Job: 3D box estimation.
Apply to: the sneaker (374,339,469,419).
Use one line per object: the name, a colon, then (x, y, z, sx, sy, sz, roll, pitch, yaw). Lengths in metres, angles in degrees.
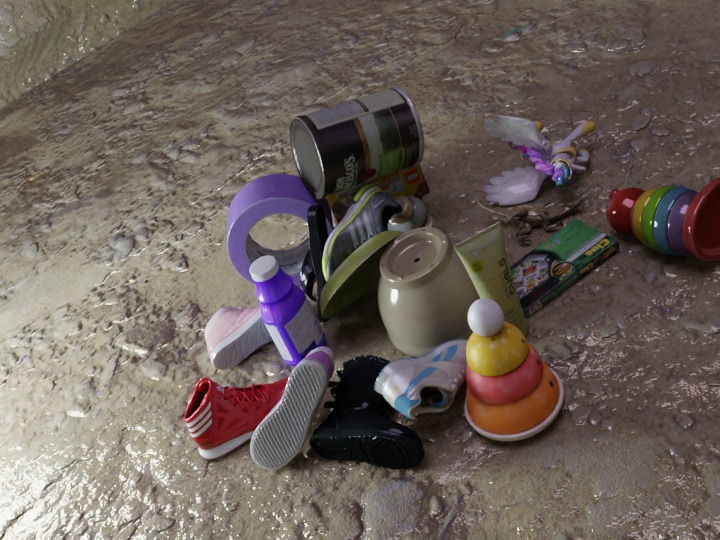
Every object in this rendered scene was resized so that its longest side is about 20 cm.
sneaker: (0.115, 0.161, 1.387, 0.198, 0.077, 0.081, -16, 46, -37)

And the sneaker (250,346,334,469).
sneaker: (-0.092, 0.205, 1.442, 0.202, 0.072, 0.114, -58, 0, 20)

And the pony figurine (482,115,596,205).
pony figurine: (0.326, -0.213, 1.728, 0.190, 0.169, 0.200, 4, 28, 22)

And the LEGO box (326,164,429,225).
LEGO box: (0.016, -0.191, 1.856, 0.198, 0.150, 0.077, -23, 34, 0)

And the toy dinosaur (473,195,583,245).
toy dinosaur: (0.287, -0.092, 1.671, 0.197, 0.059, 0.101, 2, 27, 20)

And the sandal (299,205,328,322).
sandal: (-0.080, -0.011, 1.669, 0.047, 0.204, 0.075, -5, 1, 15)

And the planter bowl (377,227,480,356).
planter bowl: (0.108, 0.018, 1.531, 0.198, 0.135, 0.202, -20, 38, 16)

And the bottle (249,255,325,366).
bottle: (-0.122, 0.066, 1.563, 0.065, 0.201, 0.084, 5, 45, 34)

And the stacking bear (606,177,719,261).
stacking bear: (0.474, -0.084, 1.501, 0.113, 0.123, 0.199, -32, 26, -24)

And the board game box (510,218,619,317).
board game box: (0.314, -0.007, 1.559, 0.199, 0.024, 0.105, -34, 35, -13)

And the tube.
tube: (0.202, 0.024, 1.431, 0.051, 0.202, 0.058, 4, 43, 37)

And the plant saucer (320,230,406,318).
plant saucer: (0.000, 0.000, 1.600, 0.199, 0.200, 0.031, -40, 77, -21)

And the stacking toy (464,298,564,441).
stacking toy: (0.192, 0.122, 1.311, 0.144, 0.201, 0.147, -15, 37, 12)

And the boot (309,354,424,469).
boot: (0.027, 0.205, 1.413, 0.196, 0.074, 0.163, -2, 41, 34)

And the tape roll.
tape roll: (-0.146, -0.069, 1.749, 0.198, 0.201, 0.085, -19, 36, 6)

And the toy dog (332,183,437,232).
toy dog: (0.057, -0.117, 1.776, 0.198, 0.132, 0.097, 12, 70, 27)

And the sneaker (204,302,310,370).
sneaker: (-0.190, 0.084, 1.685, 0.199, 0.076, 0.105, -33, 41, -5)

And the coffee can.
coffee can: (-0.007, -0.227, 1.684, 0.198, 0.148, 0.146, -20, 33, -19)

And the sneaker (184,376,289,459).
sneaker: (-0.183, 0.204, 1.494, 0.199, 0.116, 0.078, -33, 36, -13)

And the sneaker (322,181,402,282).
sneaker: (0.001, -0.057, 1.653, 0.080, 0.074, 0.202, 23, 78, 25)
